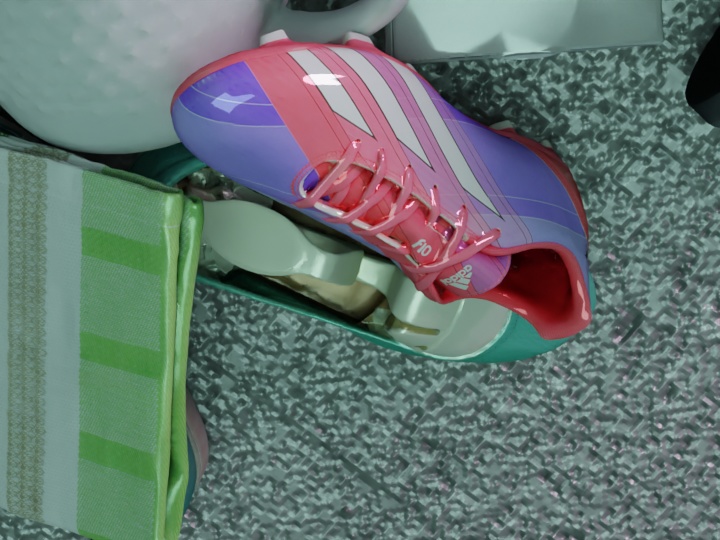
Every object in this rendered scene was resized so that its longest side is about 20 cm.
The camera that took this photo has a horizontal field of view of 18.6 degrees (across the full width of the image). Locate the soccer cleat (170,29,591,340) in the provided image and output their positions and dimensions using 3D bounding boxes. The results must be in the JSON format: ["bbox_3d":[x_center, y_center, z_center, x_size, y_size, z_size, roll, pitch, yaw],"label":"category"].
[{"bbox_3d":[0.016,-0.028,0.786,0.067,0.077,0.199,-34,148,30],"label":"soccer cleat"}]

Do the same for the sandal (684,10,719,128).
[{"bbox_3d":[0.173,-0.146,0.810,0.043,0.076,0.201,27,108,-9],"label":"sandal"}]

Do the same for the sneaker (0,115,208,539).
[{"bbox_3d":[-0.125,0.027,0.880,0.071,0.080,0.201,-27,108,15],"label":"sneaker"}]

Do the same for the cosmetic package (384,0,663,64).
[{"bbox_3d":[0.054,-0.182,0.797,0.106,0.090,0.201,-2,114,2],"label":"cosmetic package"}]

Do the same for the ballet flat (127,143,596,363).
[{"bbox_3d":[0.000,0.000,0.873,0.199,0.070,0.068,18,107,-6],"label":"ballet flat"}]

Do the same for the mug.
[{"bbox_3d":[-0.069,-0.135,0.773,0.199,0.148,0.176,8,127,21],"label":"mug"}]

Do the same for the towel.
[{"bbox_3d":[-0.143,0.015,0.835,0.199,0.031,0.150,17,114,30],"label":"towel"}]
